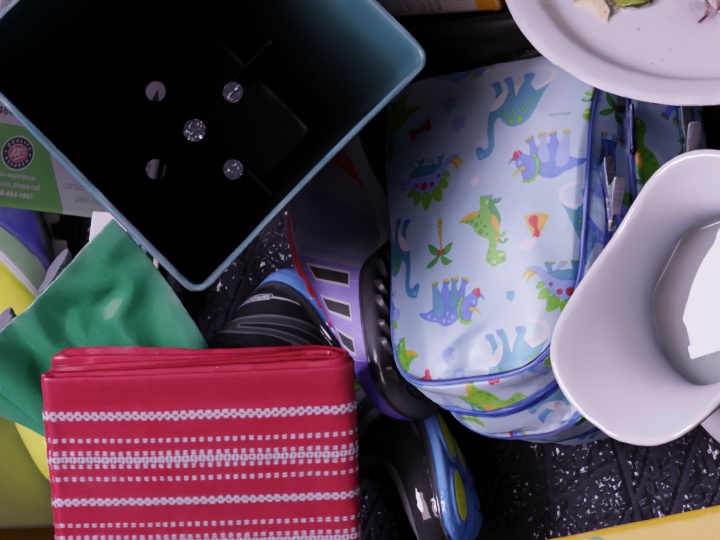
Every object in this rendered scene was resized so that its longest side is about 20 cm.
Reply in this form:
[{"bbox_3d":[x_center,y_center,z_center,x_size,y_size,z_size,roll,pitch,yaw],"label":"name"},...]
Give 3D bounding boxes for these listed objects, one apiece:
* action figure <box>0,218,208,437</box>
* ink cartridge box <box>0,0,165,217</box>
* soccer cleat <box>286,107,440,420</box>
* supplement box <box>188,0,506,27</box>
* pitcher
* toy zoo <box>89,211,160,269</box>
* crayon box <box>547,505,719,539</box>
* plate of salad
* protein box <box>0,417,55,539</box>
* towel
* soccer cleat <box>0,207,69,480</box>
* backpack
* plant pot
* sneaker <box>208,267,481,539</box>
[{"bbox_3d":[-0.086,0.078,0.988,0.118,0.200,0.055,-41,18,16],"label":"action figure"},{"bbox_3d":[-0.178,-0.137,1.168,0.084,0.145,0.202,14,96,40],"label":"ink cartridge box"},{"bbox_3d":[0.000,0.000,1.031,0.073,0.068,0.201,-34,46,28],"label":"soccer cleat"},{"bbox_3d":[0.007,-0.188,1.022,0.199,0.126,0.074,2,132,40],"label":"supplement box"},{"bbox_3d":[0.180,-0.002,0.816,0.121,0.199,0.173,33,101,38],"label":"pitcher"},{"bbox_3d":[-0.130,0.037,1.098,0.020,0.200,0.132,5,90,0],"label":"toy zoo"},{"bbox_3d":[0.144,0.131,0.882,0.199,0.125,0.052,-19,74,38],"label":"crayon box"},{"bbox_3d":[0.155,-0.154,0.892,0.198,0.048,0.201,-9,51,11],"label":"plate of salad"},{"bbox_3d":[-0.265,0.118,1.181,0.135,0.199,0.199,-52,57,24],"label":"protein box"},{"bbox_3d":[-0.070,0.128,0.967,0.143,0.023,0.202,-2,112,0],"label":"towel"},{"bbox_3d":[-0.198,0.044,1.185,0.065,0.083,0.201,92,164,-51],"label":"soccer cleat"},{"bbox_3d":[0.084,-0.020,0.952,0.162,0.153,0.202,-4,94,35],"label":"backpack"},{"bbox_3d":[-0.077,-0.080,0.953,0.141,0.200,0.141,45,83,-1],"label":"plant pot"},{"bbox_3d":[-0.008,0.080,1.038,0.083,0.071,0.200,-38,50,-9],"label":"sneaker"}]
